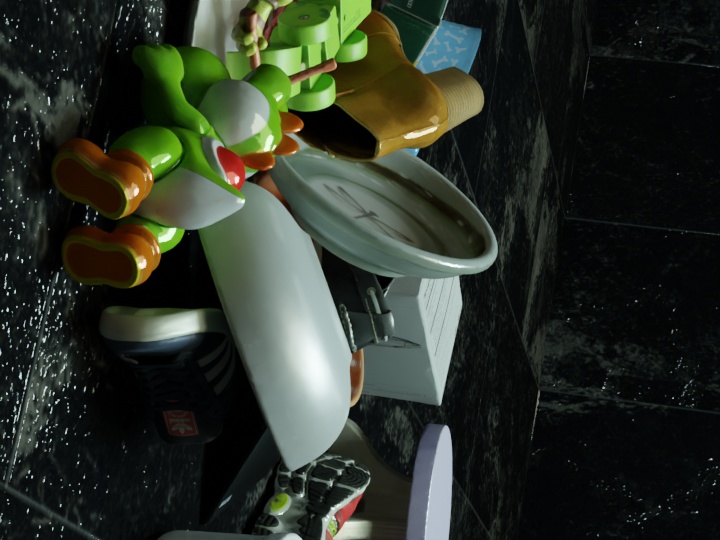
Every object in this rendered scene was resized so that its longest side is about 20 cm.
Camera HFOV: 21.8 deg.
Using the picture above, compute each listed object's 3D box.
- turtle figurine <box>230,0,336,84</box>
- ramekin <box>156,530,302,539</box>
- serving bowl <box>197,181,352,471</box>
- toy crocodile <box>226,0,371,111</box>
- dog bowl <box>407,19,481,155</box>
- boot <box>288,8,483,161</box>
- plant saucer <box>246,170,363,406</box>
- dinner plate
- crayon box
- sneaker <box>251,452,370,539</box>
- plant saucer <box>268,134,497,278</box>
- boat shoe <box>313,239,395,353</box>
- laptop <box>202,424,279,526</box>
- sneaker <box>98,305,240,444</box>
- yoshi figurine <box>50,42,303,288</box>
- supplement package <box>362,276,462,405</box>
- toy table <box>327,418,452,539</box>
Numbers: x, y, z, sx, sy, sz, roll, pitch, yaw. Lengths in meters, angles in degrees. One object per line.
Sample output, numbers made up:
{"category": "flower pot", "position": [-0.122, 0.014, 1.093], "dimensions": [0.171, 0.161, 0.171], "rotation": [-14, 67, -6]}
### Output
{"category": "turtle figurine", "position": [-0.041, -0.233, 1.224], "dimensions": [0.200, 0.064, 0.161], "rotation": [-49, 125, -3]}
{"category": "ramekin", "position": [-0.105, 0.277, 1.305], "dimensions": [0.200, 0.097, 0.202], "rotation": [7, 90, -77]}
{"category": "serving bowl", "position": [-0.050, 0.027, 1.228], "dimensions": [0.200, 0.065, 0.201], "rotation": [160, -90, -88]}
{"category": "toy crocodile", "position": [-0.036, -0.171, 1.332], "dimensions": [0.200, 0.061, 0.068], "rotation": [-59, 152, -53]}
{"category": "dog bowl", "position": [0.043, -0.143, 1.661], "dimensions": [0.200, 0.049, 0.112], "rotation": [-58, -170, 42]}
{"category": "boot", "position": [-0.020, -0.143, 1.400], "dimensions": [0.144, 0.201, 0.071], "rotation": [-21, 128, -44]}
{"category": "plant saucer", "position": [-0.050, 0.012, 1.424], "dimensions": [0.200, 0.032, 0.201], "rotation": [-19, 90, -76]}
{"category": "dinner plate", "position": [-0.094, -0.151, 1.304], "dimensions": [0.200, 0.024, 0.201], "rotation": [6, 90, -77]}
{"category": "crayon box", "position": [0.018, -0.189, 1.595], "dimensions": [0.200, 0.051, 0.126], "rotation": [122, -10, -46]}
{"category": "sneaker", "position": [-0.053, 0.224, 1.606], "dimensions": [0.200, 0.077, 0.085], "rotation": [-48, 155, -57]}
{"category": "plant saucer", "position": [0.005, -0.045, 1.372], "dimensions": [0.050, 0.200, 0.200], "rotation": [-59, 176, 21]}
{"category": "boat shoe", "position": [0.000, 0.000, 1.432], "dimensions": [0.200, 0.067, 0.072], "rotation": [-86, 155, -61]}
{"category": "laptop", "position": [-0.088, 0.073, 1.479], "dimensions": [0.177, 0.103, 0.201], "rotation": [-31, 101, -75]}
{"category": "sneaker", "position": [-0.116, 0.069, 1.198], "dimensions": [0.200, 0.075, 0.085], "rotation": [30, 63, -77]}
{"category": "yoshi figurine", "position": [-0.121, -0.076, 1.131], "dimensions": [0.112, 0.112, 0.200], "rotation": [54, 41, -7]}
{"category": "supplement package", "position": [0.020, 0.020, 1.682], "dimensions": [0.200, 0.116, 0.118], "rotation": [76, 25, -57]}
{"category": "toy table", "position": [0.019, 0.243, 1.796], "dimensions": [0.184, 0.116, 0.201], "rotation": [33, 64, -75]}
